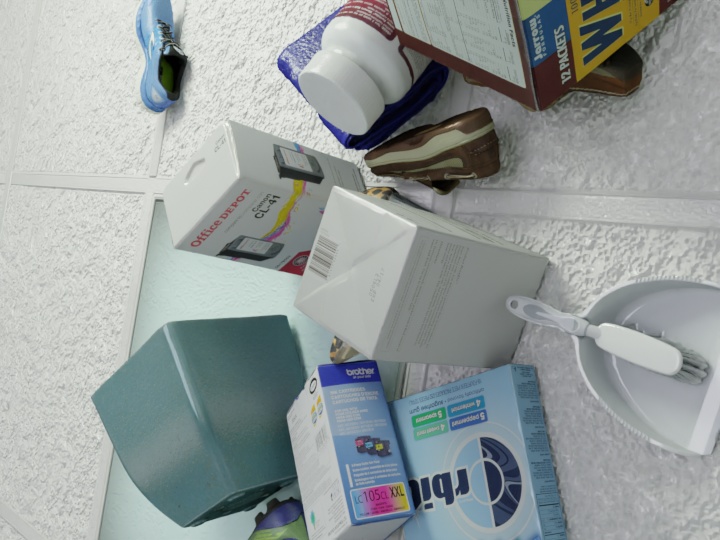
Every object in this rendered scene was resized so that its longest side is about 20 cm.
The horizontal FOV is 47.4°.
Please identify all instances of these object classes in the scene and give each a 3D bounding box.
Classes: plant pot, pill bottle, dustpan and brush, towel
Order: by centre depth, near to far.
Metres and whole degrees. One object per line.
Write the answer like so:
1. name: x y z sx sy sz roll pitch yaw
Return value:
1. dustpan and brush: 0.215 0.058 0.703 0.199 0.057 0.141 22 99 46
2. pill bottle: 0.028 -0.249 0.869 0.109 0.110 0.201 21 68 46
3. towel: -0.001 -0.233 0.972 0.147 0.050 0.200 -36 52 -2
4. plant pot: -0.176 0.191 1.005 0.196 0.195 0.201 -40 65 34

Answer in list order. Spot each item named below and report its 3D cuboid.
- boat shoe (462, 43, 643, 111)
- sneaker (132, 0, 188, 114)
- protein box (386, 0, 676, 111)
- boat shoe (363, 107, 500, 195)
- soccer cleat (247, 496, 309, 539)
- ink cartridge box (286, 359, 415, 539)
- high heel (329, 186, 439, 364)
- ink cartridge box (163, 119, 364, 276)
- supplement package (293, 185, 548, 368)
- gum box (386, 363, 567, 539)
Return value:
1. boat shoe: 0.177 -0.196 0.794 0.199 0.075 0.075 29 136 39
2. sneaker: -0.318 -0.362 1.345 0.088 0.078 0.203 -6 86 38
3. protein box: 0.147 -0.280 0.722 0.198 0.135 0.200 -39 46 -12
4. boat shoe: 0.073 -0.113 0.877 0.202 0.074 0.075 -1 118 62
5. soccer cleat: -0.119 0.363 0.995 0.201 0.064 0.084 -56 50 22
6. ink cartridge box: -0.020 0.188 0.881 0.137 0.076 0.202 122 139 -52
7. high heel: 0.000 0.000 0.904 0.142 0.071 0.201 30 76 40
8. ink cartridge box: -0.109 -0.078 0.968 0.147 0.199 0.086 -40 56 35
9. supplement package: 0.060 0.011 0.773 0.119 0.199 0.122 29 103 44
10. gum box: 0.110 0.210 0.796 0.169 0.044 0.202 -26 63 42
